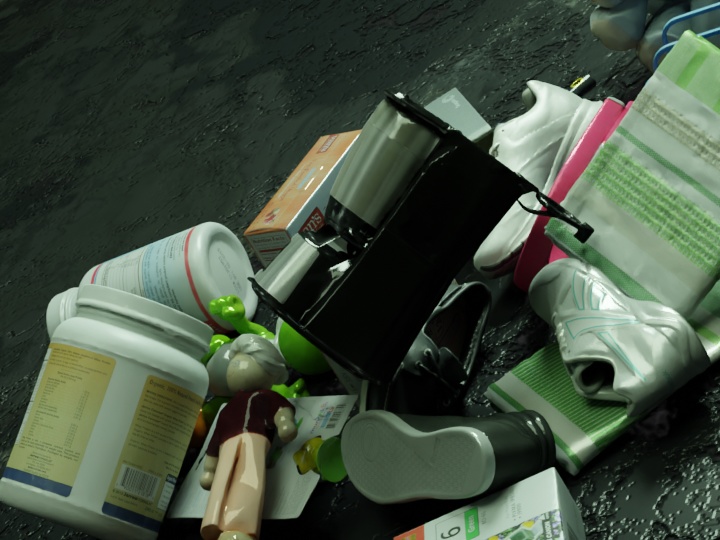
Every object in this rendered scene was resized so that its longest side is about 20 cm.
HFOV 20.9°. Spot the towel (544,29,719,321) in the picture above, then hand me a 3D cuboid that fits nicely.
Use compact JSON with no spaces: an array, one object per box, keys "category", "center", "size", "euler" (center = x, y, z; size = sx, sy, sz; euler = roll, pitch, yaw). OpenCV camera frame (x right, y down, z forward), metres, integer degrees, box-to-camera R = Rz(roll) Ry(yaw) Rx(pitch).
[{"category":"towel","center":[0.251,-0.067,1.516],"size":[0.149,0.031,0.201],"euler":[42,102,31]}]

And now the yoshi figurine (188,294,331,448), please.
[{"category":"yoshi figurine","center":[-0.088,0.079,1.749],"size":[0.199,0.113,0.112],"euler":[-26,38,8]}]

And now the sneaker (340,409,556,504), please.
[{"category":"sneaker","center":[0.070,0.141,1.492],"size":[0.098,0.071,0.199],"euler":[-1,-1,-35]}]

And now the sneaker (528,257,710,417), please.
[{"category":"sneaker","center":[0.177,0.049,1.492],"size":[0.080,0.071,0.200],"euler":[-40,30,-12]}]

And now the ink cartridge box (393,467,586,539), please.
[{"category":"ink cartridge box","center":[0.064,0.226,1.386],"size":[0.199,0.051,0.109],"euler":[-25,27,14]}]

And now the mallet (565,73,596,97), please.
[{"category":"mallet","center":[0.138,-0.121,1.807],"size":[0.200,0.041,0.066],"euler":[-44,32,-27]}]

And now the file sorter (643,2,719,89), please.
[{"category":"file sorter","center":[0.311,-0.127,1.631],"size":[0.138,0.123,0.201],"euler":[-15,31,30]}]

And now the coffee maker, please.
[{"category":"coffee maker","center":[0.040,-0.011,1.519],"size":[0.192,0.135,0.201],"euler":[36,94,25]}]

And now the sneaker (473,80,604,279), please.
[{"category":"sneaker","center":[0.144,-0.080,1.733],"size":[0.201,0.087,0.075],"euler":[-60,-5,-25]}]

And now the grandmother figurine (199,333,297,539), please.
[{"category":"grandmother figurine","center":[-0.093,0.140,1.576],"size":[0.121,0.060,0.201],"euler":[-22,48,33]}]

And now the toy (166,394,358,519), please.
[{"category":"toy","center":[-0.073,0.165,1.631],"size":[0.199,0.047,0.116],"euler":[-13,45,54]}]

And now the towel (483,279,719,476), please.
[{"category":"towel","center":[0.207,0.070,1.526],"size":[0.199,0.023,0.152],"euler":[-35,28,-9]}]

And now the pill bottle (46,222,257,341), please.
[{"category":"pill bottle","center":[-0.210,0.033,1.946],"size":[0.199,0.109,0.109],"euler":[-20,29,25]}]

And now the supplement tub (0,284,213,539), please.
[{"category":"supplement tub","center":[-0.214,0.126,1.679],"size":[0.144,0.144,0.202],"euler":[6,74,51]}]

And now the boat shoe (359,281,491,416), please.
[{"category":"boat shoe","center":[0.061,0.078,1.612],"size":[0.066,0.075,0.200],"euler":[-20,22,38]}]

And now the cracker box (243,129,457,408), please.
[{"category":"cracker box","center":[0.000,0.000,1.668],"size":[0.057,0.201,0.134],"euler":[-5,37,43]}]

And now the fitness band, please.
[{"category":"fitness band","center":[0.186,-0.064,1.659],"size":[0.037,0.144,0.200],"euler":[29,52,10]}]

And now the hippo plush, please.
[{"category":"hippo plush","center":[0.286,-0.302,1.901],"size":[0.158,0.202,0.161],"euler":[-6,22,3]}]

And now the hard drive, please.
[{"category":"hard drive","center":[0.032,-0.094,1.883],"size":[0.199,0.033,0.140],"euler":[-32,24,1]}]
